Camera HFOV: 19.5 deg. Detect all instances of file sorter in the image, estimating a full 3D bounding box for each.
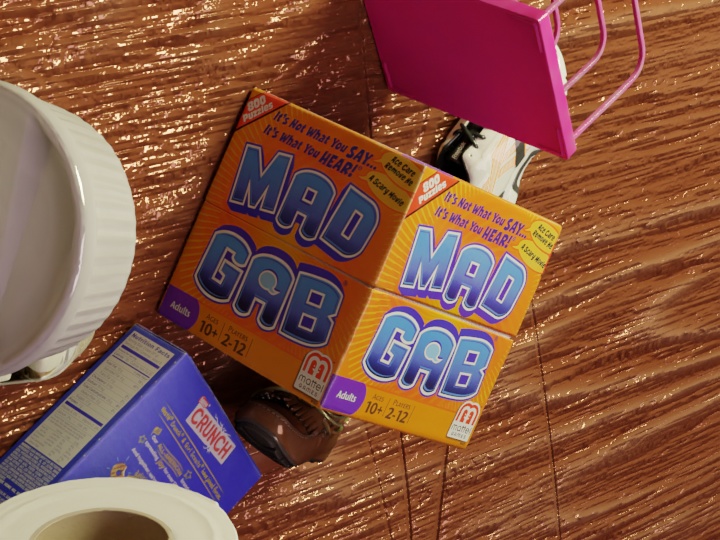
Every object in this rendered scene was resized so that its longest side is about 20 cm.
[{"bbox_3d":[0.119,-0.208,1.711,0.125,0.199,0.140,-42,137,-26],"label":"file sorter"}]

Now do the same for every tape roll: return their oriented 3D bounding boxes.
[{"bbox_3d":[-0.185,0.225,1.505,0.201,0.201,0.072,-20,119,-40],"label":"tape roll"}]

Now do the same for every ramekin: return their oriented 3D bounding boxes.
[{"bbox_3d":[-0.242,-0.027,1.424,0.094,0.201,0.204,2,110,-61],"label":"ramekin"}]

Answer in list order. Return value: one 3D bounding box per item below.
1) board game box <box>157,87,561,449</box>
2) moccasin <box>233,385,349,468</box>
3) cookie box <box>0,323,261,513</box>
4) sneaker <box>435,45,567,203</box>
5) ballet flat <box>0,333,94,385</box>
[{"bbox_3d":[0.000,0.000,1.693,0.199,0.199,0.201,20,96,-51],"label":"board game box"},{"bbox_3d":[-0.050,0.123,1.761,0.078,0.073,0.201,-56,161,4],"label":"moccasin"},{"bbox_3d":[-0.194,0.173,1.675,0.200,0.075,0.172,-45,136,-19],"label":"cookie box"},{"bbox_3d":[0.119,-0.121,1.858,0.080,0.073,0.202,12,101,-48],"label":"sneaker"},{"bbox_3d":[-0.263,0.065,1.549,0.199,0.062,0.068,-13,120,-44],"label":"ballet flat"}]
